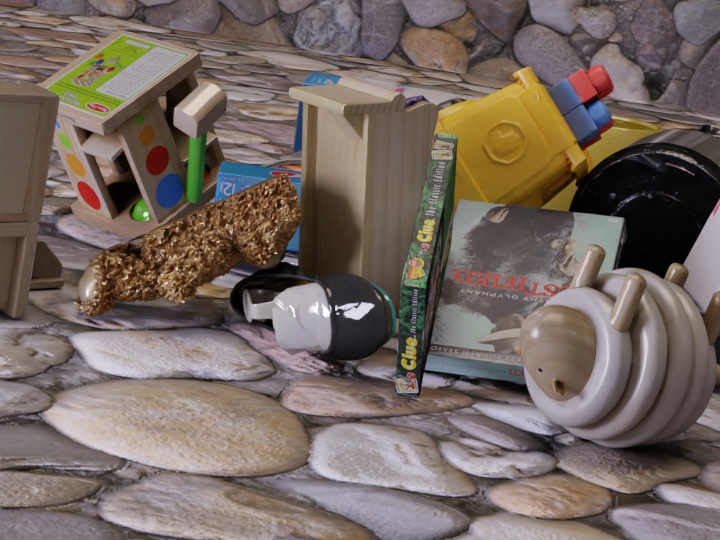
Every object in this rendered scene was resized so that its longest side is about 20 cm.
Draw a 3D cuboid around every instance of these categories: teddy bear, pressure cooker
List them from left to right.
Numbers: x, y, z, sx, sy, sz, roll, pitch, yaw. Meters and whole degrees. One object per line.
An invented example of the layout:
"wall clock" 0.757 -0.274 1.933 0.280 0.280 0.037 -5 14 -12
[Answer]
"teddy bear" -0.136 -0.010 1.541 0.199 0.067 0.145 -24 8 -15
"pressure cooker" 0.291 -0.043 1.785 0.174 0.181 0.200 9 13 18

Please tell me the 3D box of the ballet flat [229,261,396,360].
"ballet flat" -0.045 0.035 1.502 0.068 0.069 0.200 -9 9 -26

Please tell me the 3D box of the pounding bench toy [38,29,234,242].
"pounding bench toy" -0.185 -0.110 1.802 0.199 0.157 0.124 20 49 43

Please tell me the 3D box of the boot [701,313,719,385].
"boot" 0.231 0.046 1.637 0.198 0.070 0.132 23 13 13

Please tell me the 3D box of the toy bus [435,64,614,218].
"toy bus" 0.151 -0.109 1.756 0.191 0.136 0.200 -33 -11 3

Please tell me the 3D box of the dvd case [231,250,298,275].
"dvd case" 0.000 0.000 1.763 0.198 0.025 0.150 14 13 23

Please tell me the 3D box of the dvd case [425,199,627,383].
"dvd case" 0.129 0.016 1.555 0.144 0.022 0.201 7 41 13

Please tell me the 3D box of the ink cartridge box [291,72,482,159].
"ink cartridge box" 0.030 -0.118 2.028 0.198 0.146 0.085 8 12 2

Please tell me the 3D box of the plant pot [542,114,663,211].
"plant pot" 0.259 -0.088 2.049 0.198 0.144 0.200 8 13 -2

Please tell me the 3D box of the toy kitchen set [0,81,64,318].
"toy kitchen set" -0.302 -0.075 1.537 0.162 0.182 0.199 -2 20 -43

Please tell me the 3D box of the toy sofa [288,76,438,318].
"toy sofa" -0.002 -0.052 1.588 0.097 0.202 0.083 -9 19 -34

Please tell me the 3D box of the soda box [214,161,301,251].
"soda box" -0.034 -0.051 1.763 0.198 0.065 0.068 8 12 -3

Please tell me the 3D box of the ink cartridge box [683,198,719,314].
"ink cartridge box" 0.386 0.000 1.603 0.198 0.147 0.085 22 15 -17

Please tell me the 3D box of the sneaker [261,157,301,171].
"sneaker" -0.019 -0.059 1.893 0.198 0.078 0.112 5 12 -16

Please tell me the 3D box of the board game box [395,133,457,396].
"board game box" 0.051 -0.008 1.475 0.023 0.106 0.201 5 35 7

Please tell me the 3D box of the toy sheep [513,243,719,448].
"toy sheep" 0.190 0.060 1.367 0.199 0.139 0.138 12 8 -34
